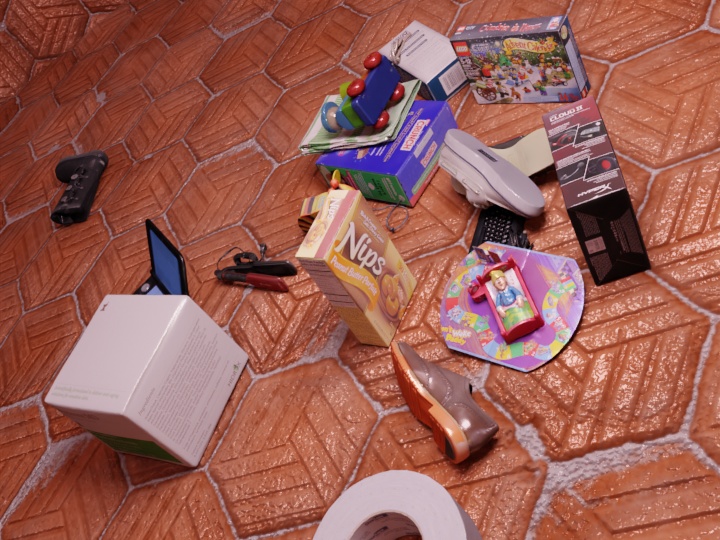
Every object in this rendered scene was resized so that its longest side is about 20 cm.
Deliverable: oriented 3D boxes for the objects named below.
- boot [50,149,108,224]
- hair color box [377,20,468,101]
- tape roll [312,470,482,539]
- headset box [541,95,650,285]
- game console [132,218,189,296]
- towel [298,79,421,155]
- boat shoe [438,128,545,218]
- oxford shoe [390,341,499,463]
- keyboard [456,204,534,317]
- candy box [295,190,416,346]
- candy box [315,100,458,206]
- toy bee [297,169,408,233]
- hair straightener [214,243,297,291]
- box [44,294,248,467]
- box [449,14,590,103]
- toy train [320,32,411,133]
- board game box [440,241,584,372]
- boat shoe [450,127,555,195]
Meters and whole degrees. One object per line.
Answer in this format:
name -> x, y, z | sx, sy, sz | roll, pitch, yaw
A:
boot -> -0.704, -0.191, 1.882 | 0.162, 0.066, 0.203 | -17, 49, 26
hair color box -> 0.123, -0.388, 1.445 | 0.100, 0.061, 0.200 | -39, 41, -1
tape roll -> 0.037, 0.326, 0.847 | 0.197, 0.066, 0.203 | -21, 43, 20
headset box -> 0.297, -0.110, 0.991 | 0.074, 0.149, 0.203 | -19, 43, 19
game console -> -0.381, 0.034, 1.387 | 0.176, 0.117, 0.199 | -44, 40, -8
towel -> -0.004, -0.266, 1.339 | 0.197, 0.024, 0.154 | -3, 49, 35
boat shoe -> 0.183, -0.125, 1.122 | 0.200, 0.070, 0.071 | 45, 128, 32
oxford shoe -> 0.099, 0.153, 0.973 | 0.072, 0.072, 0.201 | -23, 43, -14
keyboard -> 0.188, -0.027, 1.081 | 0.102, 0.040, 0.203 | -6, 51, 34
candy box -> 0.000, 0.000, 1.071 | 0.054, 0.201, 0.117 | 3, 53, 36
candy box -> 0.047, -0.207, 1.323 | 0.198, 0.077, 0.170 | 14, 61, 45
toy bee -> -0.036, -0.113, 1.265 | 0.197, 0.108, 0.133 | -25, 50, 24
hair straightener -> -0.183, -0.007, 1.346 | 0.197, 0.041, 0.078 | 1, 53, 43
box -> -0.320, 0.162, 1.180 | 0.196, 0.172, 0.202 | 0, 52, 36
box -> 0.253, -0.331, 1.237 | 0.197, 0.137, 0.038 | 9, 58, 42
toy train -> 0.013, -0.316, 1.309 | 0.114, 0.085, 0.202 | -12, 41, 45
board game box -> 0.184, 0.035, 0.997 | 0.197, 0.039, 0.160 | 14, 73, 39
boat shoe -> 0.226, -0.159, 1.162 | 0.199, 0.063, 0.075 | -18, 85, 39
